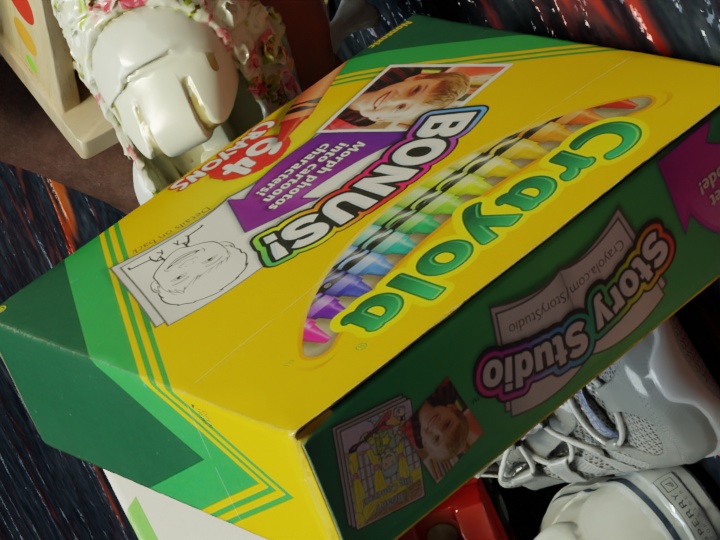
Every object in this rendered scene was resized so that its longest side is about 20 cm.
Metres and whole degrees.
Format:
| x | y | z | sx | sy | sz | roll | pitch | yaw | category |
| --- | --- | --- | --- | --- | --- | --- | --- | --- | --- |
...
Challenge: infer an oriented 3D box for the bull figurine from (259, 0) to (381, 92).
| x | y | z | sx | sy | sz | roll | pitch | yaw | category |
| --- | --- | --- | --- | --- | --- | --- | --- | --- | --- |
| -0.032 | -0.083 | 1.038 | 0.065 | 0.121 | 0.200 | 22 | 141 | 40 | bull figurine |

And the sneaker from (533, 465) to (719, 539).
| x | y | z | sx | sy | sz | roll | pitch | yaw | category |
| --- | --- | --- | --- | --- | --- | --- | --- | --- | --- |
| 0.091 | 0.124 | 1.141 | 0.073 | 0.071 | 0.200 | 56 | 166 | 12 | sneaker |

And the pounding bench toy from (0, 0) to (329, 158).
| x | y | z | sx | sy | sz | roll | pitch | yaw | category |
| --- | --- | --- | --- | --- | --- | --- | --- | --- | --- |
| -0.129 | -0.139 | 1.102 | 0.124 | 0.200 | 0.156 | 52 | 163 | 25 | pounding bench toy |

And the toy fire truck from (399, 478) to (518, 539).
| x | y | z | sx | sy | sz | roll | pitch | yaw | category |
| --- | --- | --- | --- | --- | --- | --- | --- | --- | --- |
| 0.039 | 0.133 | 1.167 | 0.141 | 0.049 | 0.200 | -96 | -15 | -55 | toy fire truck |

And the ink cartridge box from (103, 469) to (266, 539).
| x | y | z | sx | sy | sz | roll | pitch | yaw | category |
| --- | --- | --- | --- | --- | --- | --- | --- | --- | --- |
| -0.038 | 0.137 | 1.233 | 0.146 | 0.084 | 0.200 | 58 | 175 | 37 | ink cartridge box |

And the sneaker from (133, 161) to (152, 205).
| x | y | z | sx | sy | sz | roll | pitch | yaw | category |
| --- | --- | --- | --- | --- | --- | --- | --- | --- | --- |
| 0.000 | 0.000 | 1.187 | 0.115 | 0.074 | 0.200 | 7 | 158 | 35 | sneaker |

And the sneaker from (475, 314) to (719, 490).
| x | y | z | sx | sy | sz | roll | pitch | yaw | category |
| --- | --- | --- | --- | --- | --- | --- | --- | --- | --- |
| 0.078 | 0.057 | 1.041 | 0.075 | 0.082 | 0.200 | 59 | 164 | 1 | sneaker |

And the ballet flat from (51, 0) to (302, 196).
| x | y | z | sx | sy | sz | roll | pitch | yaw | category |
| --- | --- | --- | --- | --- | --- | --- | --- | --- | --- |
| -0.049 | -0.043 | 0.973 | 0.200 | 0.075 | 0.064 | 59 | -163 | -25 | ballet flat |

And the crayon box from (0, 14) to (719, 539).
| x | y | z | sx | sy | sz | roll | pitch | yaw | category |
| --- | --- | --- | --- | --- | --- | --- | --- | --- | --- |
| 0.009 | -0.002 | 0.879 | 0.172 | 0.200 | 0.058 | 15 | 135 | 51 | crayon box |

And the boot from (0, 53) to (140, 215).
| x | y | z | sx | sy | sz | roll | pitch | yaw | category |
| --- | --- | --- | --- | --- | --- | --- | --- | --- | --- |
| -0.135 | -0.059 | 1.227 | 0.072 | 0.166 | 0.201 | -179 | 83 | -75 | boot |
